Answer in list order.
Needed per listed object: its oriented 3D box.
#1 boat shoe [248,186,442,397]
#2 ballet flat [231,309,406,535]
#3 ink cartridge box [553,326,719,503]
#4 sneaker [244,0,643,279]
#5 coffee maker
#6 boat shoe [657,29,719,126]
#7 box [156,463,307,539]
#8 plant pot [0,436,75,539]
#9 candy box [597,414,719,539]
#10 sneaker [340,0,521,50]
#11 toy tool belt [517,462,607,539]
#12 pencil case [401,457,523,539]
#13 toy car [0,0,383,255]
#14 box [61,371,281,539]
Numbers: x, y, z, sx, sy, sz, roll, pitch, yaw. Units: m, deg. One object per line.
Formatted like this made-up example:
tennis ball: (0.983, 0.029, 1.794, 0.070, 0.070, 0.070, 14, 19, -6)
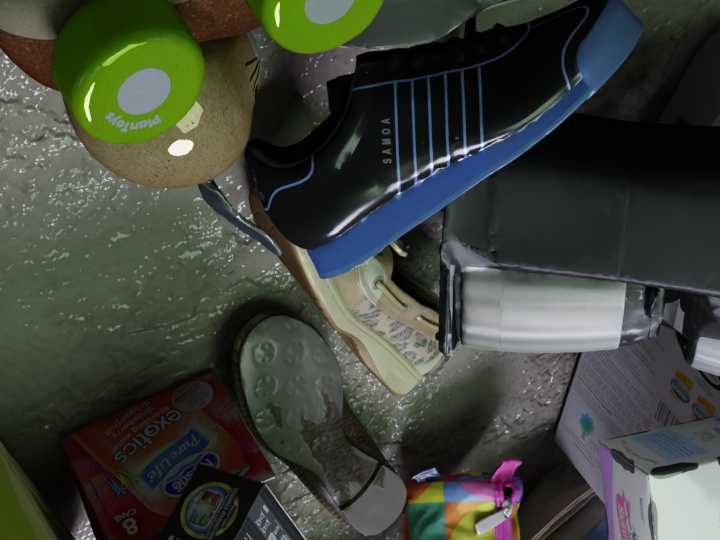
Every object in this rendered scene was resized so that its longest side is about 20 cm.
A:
boat shoe: (0.000, 0.000, 0.904, 0.063, 0.073, 0.200, -38, 147, 0)
ballet flat: (-0.029, 0.090, 0.983, 0.067, 0.046, 0.200, -44, 134, -10)
ink cartridge box: (0.208, 0.072, 1.044, 0.076, 0.137, 0.201, -11, 132, -26)
sneaker: (0.037, -0.081, 0.780, 0.199, 0.070, 0.078, -36, 103, 6)
coffee maker: (0.145, -0.036, 0.858, 0.198, 0.135, 0.193, 5, 130, 7)
boat shoe: (0.196, -0.046, 0.982, 0.068, 0.074, 0.201, 21, 105, -26)
box: (-0.068, 0.221, 0.864, 0.161, 0.044, 0.201, -62, 147, -25)
plant pot: (-0.216, 0.213, 0.860, 0.181, 0.199, 0.201, -34, 137, -11)
candy box: (0.246, 0.167, 0.950, 0.198, 0.072, 0.170, -10, 103, -14)
sneaker: (0.045, -0.152, 0.794, 0.198, 0.086, 0.081, -5, 100, -3)
toy tool belt: (0.138, 0.237, 1.107, 0.201, 0.122, 0.125, -53, 140, -22)
pencil case: (0.068, 0.222, 1.040, 0.087, 0.202, 0.088, -2, 171, 0)
toy car: (-0.071, -0.096, 0.714, 0.157, 0.165, 0.201, -27, 144, -9)
box: (-0.096, 0.172, 0.967, 0.099, 0.096, 0.201, -22, 135, -15)
